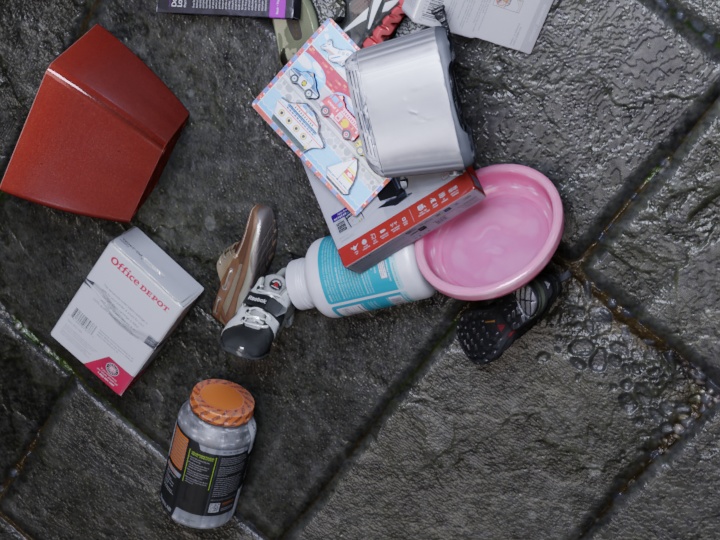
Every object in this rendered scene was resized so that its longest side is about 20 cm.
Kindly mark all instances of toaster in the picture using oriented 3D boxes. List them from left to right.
[{"bbox_3d":[0.059,-0.202,1.424,0.127,0.114,0.203,-12,100,9],"label":"toaster"}]

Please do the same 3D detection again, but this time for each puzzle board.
[{"bbox_3d":[-0.023,-0.193,1.514,0.151,0.017,0.200,-45,82,11],"label":"puzzle board"}]

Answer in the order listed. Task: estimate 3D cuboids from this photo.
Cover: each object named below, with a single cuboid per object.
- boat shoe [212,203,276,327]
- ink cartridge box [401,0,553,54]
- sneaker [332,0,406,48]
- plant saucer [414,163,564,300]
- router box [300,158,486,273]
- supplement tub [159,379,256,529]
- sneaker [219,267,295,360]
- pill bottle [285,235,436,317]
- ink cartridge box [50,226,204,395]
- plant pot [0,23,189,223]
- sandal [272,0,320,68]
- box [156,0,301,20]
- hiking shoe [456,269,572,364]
[{"bbox_3d":[-0.171,-0.003,1.709,0.071,0.076,0.203,21,114,13],"label":"boat shoe"},{"bbox_3d":[0.163,-0.377,1.443,0.174,0.045,0.202,10,117,-26],"label":"ink cartridge box"},{"bbox_3d":[0.031,-0.350,1.507,0.098,0.071,0.201,39,119,0],"label":"sneaker"},{"bbox_3d":[0.167,-0.042,1.525,0.197,0.203,0.051,-12,141,23],"label":"plant saucer"},{"bbox_3d":[0.036,-0.124,1.542,0.198,0.049,0.182,-31,68,18],"label":"router box"},{"bbox_3d":[-0.225,0.273,1.802,0.121,0.123,0.203,22,116,10],"label":"supplement tub"},{"bbox_3d":[-0.135,0.052,1.643,0.073,0.200,0.090,19,114,6],"label":"sneaker"},{"bbox_3d":[0.000,0.000,1.626,0.197,0.111,0.112,-12,105,23],"label":"pill bottle"},{"bbox_3d":[-0.345,0.059,1.788,0.145,0.083,0.201,41,117,2],"label":"ink cartridge box"},{"bbox_3d":[-0.349,-0.183,1.650,0.174,0.201,0.201,28,117,-7],"label":"plant pot"},{"bbox_3d":[-0.075,-0.269,1.583,0.079,0.057,0.204,-17,102,23],"label":"sandal"},{"bbox_3d":[-0.169,-0.403,1.563,0.196,0.036,0.146,7,97,17],"label":"box"},{"bbox_3d":[0.204,0.063,1.592,0.200,0.099,0.077,-43,68,55],"label":"hiking shoe"}]
